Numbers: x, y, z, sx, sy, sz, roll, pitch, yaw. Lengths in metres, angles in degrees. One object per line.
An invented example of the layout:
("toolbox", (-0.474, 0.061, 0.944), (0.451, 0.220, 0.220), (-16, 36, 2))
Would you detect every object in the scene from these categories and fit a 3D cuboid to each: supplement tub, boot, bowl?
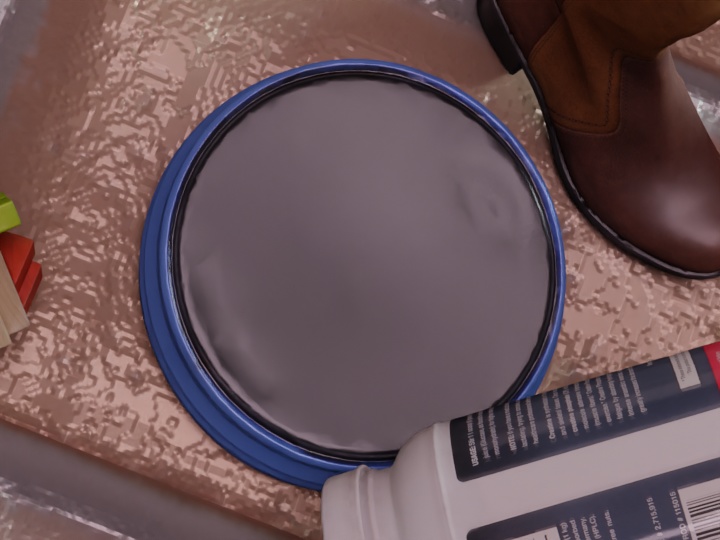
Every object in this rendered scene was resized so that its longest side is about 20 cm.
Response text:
("supplement tub", (0.096, 0.118, 0.851), (0.199, 0.140, 0.141), (-17, 81, 7))
("boot", (0.136, -0.095, 0.899), (0.068, 0.200, 0.189), (-26, 84, -16))
("bowl", (0.000, 0.000, 0.934), (0.199, 0.039, 0.202), (2, 77, -11))

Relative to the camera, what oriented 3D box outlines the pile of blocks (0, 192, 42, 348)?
("pile of blocks", (-0.183, -0.059, 0.886), (0.062, 0.082, 0.201), (-24, 83, -16))
